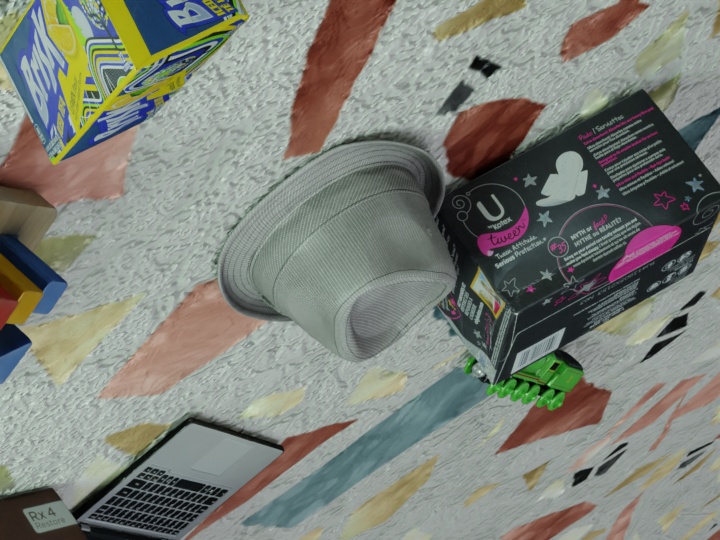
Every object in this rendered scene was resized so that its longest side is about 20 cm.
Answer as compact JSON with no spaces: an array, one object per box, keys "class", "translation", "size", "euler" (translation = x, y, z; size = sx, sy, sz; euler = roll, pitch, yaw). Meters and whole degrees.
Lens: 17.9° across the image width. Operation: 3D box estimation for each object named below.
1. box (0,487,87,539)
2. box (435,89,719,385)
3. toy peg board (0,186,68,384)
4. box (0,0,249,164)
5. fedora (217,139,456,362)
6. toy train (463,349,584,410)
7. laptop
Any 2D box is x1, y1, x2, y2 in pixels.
[{"class":"box","translation":[-0.286,0.291,1.651],"size":[0.165,0.165,0.200],"euler":[-9,145,-49]},{"class":"box","translation":[0.158,-0.026,1.744],"size":[0.199,0.115,0.132],"euler":[-27,158,-18]},{"class":"toy peg board","translation":[-0.247,0.058,1.252],"size":[0.201,0.098,0.199],"euler":[-54,159,11]},{"class":"box","translation":[-0.121,-0.114,1.114],"size":[0.064,0.070,0.200],"euler":[-28,180,-20]},{"class":"fedora","translation":[0.000,0.000,1.588],"size":[0.177,0.091,0.200],"euler":[-38,158,4]},{"class":"toy train","translation":[0.152,0.090,2.072],"size":[0.056,0.042,0.200],"euler":[-51,156,9]},{"class":"laptop","translation":[-0.142,0.233,1.814],"size":[0.200,0.116,0.187],"euler":[-40,159,9]}]
